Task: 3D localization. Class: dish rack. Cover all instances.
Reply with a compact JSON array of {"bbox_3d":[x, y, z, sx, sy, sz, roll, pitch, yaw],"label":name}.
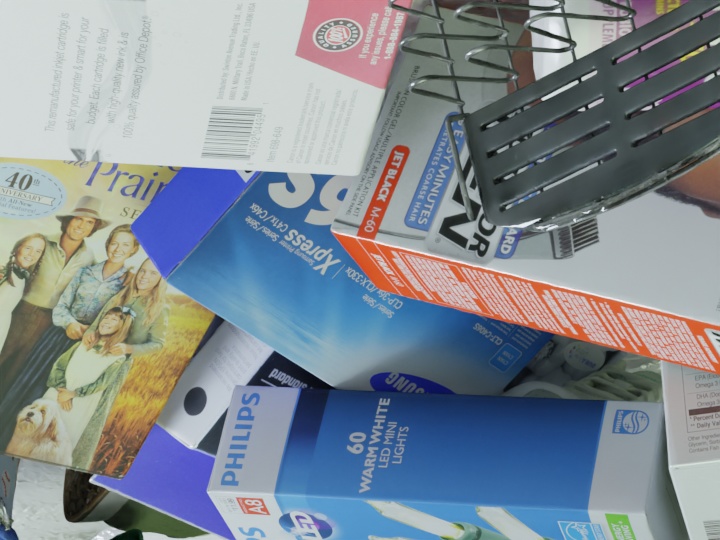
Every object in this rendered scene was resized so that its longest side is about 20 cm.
[{"bbox_3d":[0.063,-0.119,1.031,0.153,0.201,0.054,-27,159,38],"label":"dish rack"}]

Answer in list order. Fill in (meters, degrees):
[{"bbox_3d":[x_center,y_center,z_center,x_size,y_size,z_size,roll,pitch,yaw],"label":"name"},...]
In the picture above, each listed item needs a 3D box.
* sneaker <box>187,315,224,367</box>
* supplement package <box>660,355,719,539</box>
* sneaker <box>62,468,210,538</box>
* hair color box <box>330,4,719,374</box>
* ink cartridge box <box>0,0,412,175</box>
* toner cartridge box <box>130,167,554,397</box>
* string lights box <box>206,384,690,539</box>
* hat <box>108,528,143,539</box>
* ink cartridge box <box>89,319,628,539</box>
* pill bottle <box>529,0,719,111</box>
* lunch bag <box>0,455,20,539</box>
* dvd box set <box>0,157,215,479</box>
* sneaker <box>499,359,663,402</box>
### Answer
[{"bbox_3d":[-0.095,0.013,1.383,0.200,0.075,0.100,17,147,-32],"label":"sneaker"},{"bbox_3d":[0.206,0.016,1.275,0.150,0.201,0.152,-7,151,10],"label":"supplement package"},{"bbox_3d":[-0.074,0.093,1.545,0.090,0.067,0.200,15,153,-28],"label":"sneaker"},{"bbox_3d":[0.101,-0.031,1.201,0.199,0.111,0.064,14,161,27],"label":"hair color box"},{"bbox_3d":[-0.089,-0.109,1.151,0.199,0.085,0.146,1,151,-10],"label":"ink cartridge box"},{"bbox_3d":[0.000,0.000,1.311,0.095,0.043,0.200,-47,134,11],"label":"toner cartridge box"},{"bbox_3d":[0.044,0.103,1.323,0.199,0.059,0.103,1,147,19],"label":"string lights box"},{"bbox_3d":[-0.238,0.164,1.527,0.176,0.200,0.166,39,177,-10],"label":"hat"},{"bbox_3d":[0.002,0.069,1.428,0.198,0.043,0.200,27,109,-44],"label":"ink cartridge box"},{"bbox_3d":[0.165,-0.118,1.120,0.199,0.113,0.112,-2,152,0],"label":"pill bottle"},{"bbox_3d":[-0.269,0.111,1.477,0.199,0.076,0.160,-9,154,18],"label":"lunch bag"},{"bbox_3d":[-0.127,-0.004,1.301,0.146,0.029,0.200,16,118,-31],"label":"dvd box set"},{"bbox_3d":[0.113,0.075,1.425,0.070,0.080,0.200,31,176,22],"label":"sneaker"}]
